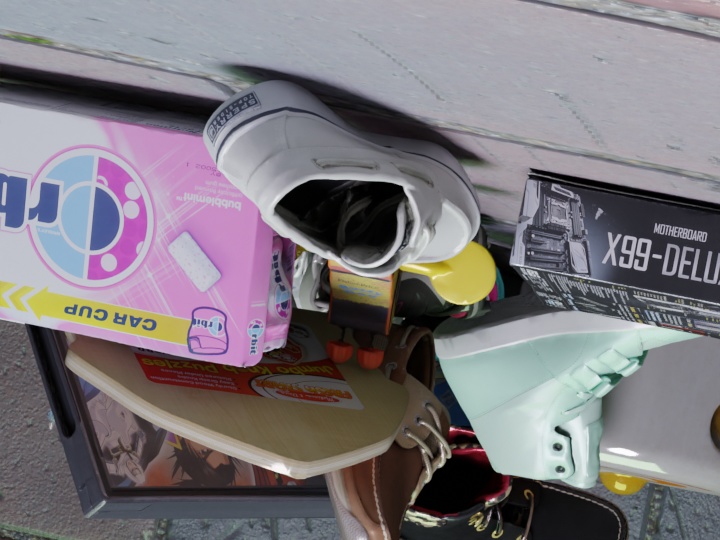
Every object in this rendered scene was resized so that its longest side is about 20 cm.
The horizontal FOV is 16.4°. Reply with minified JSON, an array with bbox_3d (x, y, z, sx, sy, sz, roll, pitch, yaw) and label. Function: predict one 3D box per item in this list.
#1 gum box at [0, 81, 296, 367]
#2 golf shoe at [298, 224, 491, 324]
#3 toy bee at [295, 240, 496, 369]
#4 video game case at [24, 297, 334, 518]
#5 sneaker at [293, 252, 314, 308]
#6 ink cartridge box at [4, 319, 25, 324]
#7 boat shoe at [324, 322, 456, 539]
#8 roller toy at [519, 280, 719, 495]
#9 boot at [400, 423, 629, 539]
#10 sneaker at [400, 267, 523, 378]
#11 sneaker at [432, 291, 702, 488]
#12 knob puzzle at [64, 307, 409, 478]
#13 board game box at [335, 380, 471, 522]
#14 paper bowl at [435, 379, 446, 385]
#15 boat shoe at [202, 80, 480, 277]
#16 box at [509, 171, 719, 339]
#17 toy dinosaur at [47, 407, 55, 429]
[{"bbox_3d":[-0.124,-0.026,1.298,0.199,0.114,0.066,10,-167,18],"label":"gum box"},{"bbox_3d":[0.000,0.000,1.541,0.088,0.078,0.200,0,172,-28],"label":"golf shoe"},{"bbox_3d":[0.012,-0.002,1.362,0.130,0.109,0.200,8,174,25],"label":"toy bee"},{"bbox_3d":[-0.100,0.058,1.445,0.200,0.181,0.025,5,145,-44],"label":"video game case"},{"bbox_3d":[-0.059,-0.013,1.637,0.200,0.075,0.086,16,168,-42],"label":"sneaker"},{"bbox_3d":[-0.247,-0.035,1.545,0.199,0.088,0.145,12,159,24],"label":"ink cartridge box"},{"bbox_3d":[0.016,0.090,1.422,0.072,0.200,0.076,-10,127,7],"label":"boat shoe"},{"bbox_3d":[0.187,0.079,1.650,0.199,0.140,0.182,12,175,-7],"label":"roller toy"},{"bbox_3d":[0.083,0.151,1.632,0.199,0.073,0.151,12,163,2],"label":"boot"},{"bbox_3d":[0.066,0.022,1.679,0.200,0.084,0.121,-15,171,-40],"label":"sneaker"},{"bbox_3d":[0.150,0.066,1.507,0.200,0.119,0.074,-13,-163,32],"label":"sneaker"},{"bbox_3d":[-0.066,0.067,1.344,0.219,0.031,0.220,16,-161,-6],"label":"knob puzzle"},{"bbox_3d":[0.096,0.112,1.822,0.200,0.056,0.196,-20,167,-32],"label":"board game box"},{"bbox_3d":[0.017,0.043,1.877,0.200,0.105,0.201,11,175,1],"label":"paper bowl"},{"bbox_3d":[0.004,-0.030,1.187,0.200,0.072,0.066,31,-155,-57],"label":"boat shoe"},{"bbox_3d":[0.168,0.001,1.333,0.157,0.050,0.200,11,175,11],"label":"box"},{"bbox_3d":[-0.109,0.032,1.514,0.105,0.182,0.200,-1,129,27],"label":"toy dinosaur"}]
